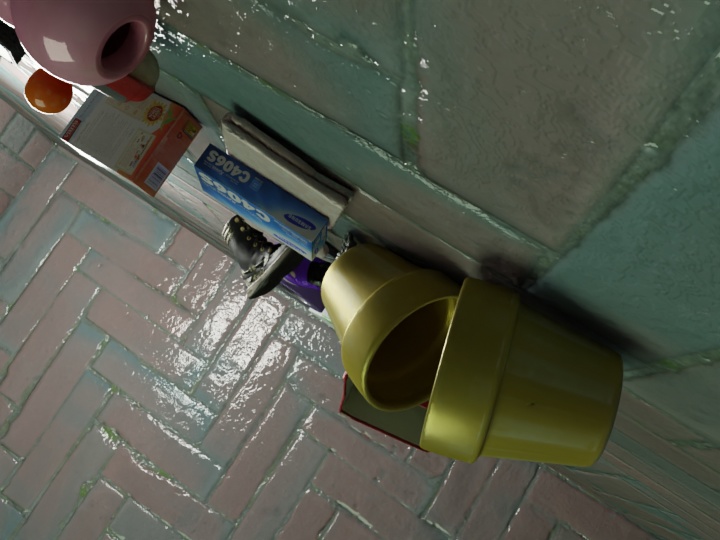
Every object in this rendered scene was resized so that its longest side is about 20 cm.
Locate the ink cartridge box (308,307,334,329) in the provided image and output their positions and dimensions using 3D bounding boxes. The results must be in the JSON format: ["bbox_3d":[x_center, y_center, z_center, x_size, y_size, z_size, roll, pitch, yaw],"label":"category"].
[{"bbox_3d":[-0.026,0.142,1.962,0.200,0.088,0.145,38,170,-39],"label":"ink cartridge box"}]

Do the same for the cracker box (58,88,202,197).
[{"bbox_3d":[-0.358,-0.214,1.079,0.199,0.135,0.058,29,171,29],"label":"cracker box"}]

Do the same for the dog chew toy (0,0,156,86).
[{"bbox_3d":[-0.281,-0.260,0.626,0.200,0.125,0.125,41,172,8],"label":"dog chew toy"}]

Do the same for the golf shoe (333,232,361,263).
[{"bbox_3d":[0.000,0.000,1.143,0.087,0.078,0.200,21,164,7],"label":"golf shoe"}]

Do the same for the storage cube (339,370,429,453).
[{"bbox_3d":[0.082,0.172,1.191,0.198,0.181,0.172,21,147,8],"label":"storage cube"}]

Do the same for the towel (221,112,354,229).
[{"bbox_3d":[-0.102,-0.130,0.941,0.190,0.032,0.200,34,172,-5],"label":"towel"}]

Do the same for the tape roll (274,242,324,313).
[{"bbox_3d":[-0.159,0.020,1.793,0.199,0.085,0.200,34,171,6],"label":"tape roll"}]

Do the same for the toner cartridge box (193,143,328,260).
[{"bbox_3d":[-0.140,-0.095,0.998,0.199,0.043,0.095,33,166,5],"label":"toner cartridge box"}]

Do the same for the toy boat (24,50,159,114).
[{"bbox_3d":[-0.326,-0.234,0.772,0.200,0.131,0.130,42,-171,28],"label":"toy boat"}]

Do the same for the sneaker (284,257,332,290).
[{"bbox_3d":[-0.065,0.010,1.409,0.199,0.070,0.099,19,171,-33],"label":"sneaker"}]

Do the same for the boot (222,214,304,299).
[{"bbox_3d":[-0.189,-0.052,1.344,0.200,0.073,0.152,-43,71,44],"label":"boot"}]

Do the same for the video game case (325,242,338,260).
[{"bbox_3d":[-0.138,-0.086,1.356,0.199,0.019,0.143,37,171,-24],"label":"video game case"}]

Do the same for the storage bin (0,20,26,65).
[{"bbox_3d":[-0.525,-0.381,0.923,0.199,0.094,0.135,36,171,-20],"label":"storage bin"}]

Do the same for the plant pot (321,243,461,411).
[{"bbox_3d":[0.041,0.065,1.000,0.189,0.201,0.201,46,-178,43],"label":"plant pot"}]

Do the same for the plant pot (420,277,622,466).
[{"bbox_3d":[0.183,0.130,0.791,0.187,0.203,0.201,16,168,9],"label":"plant pot"}]

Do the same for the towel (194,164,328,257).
[{"bbox_3d":[-0.161,-0.107,1.173,0.190,0.032,0.200,24,164,34],"label":"towel"}]
